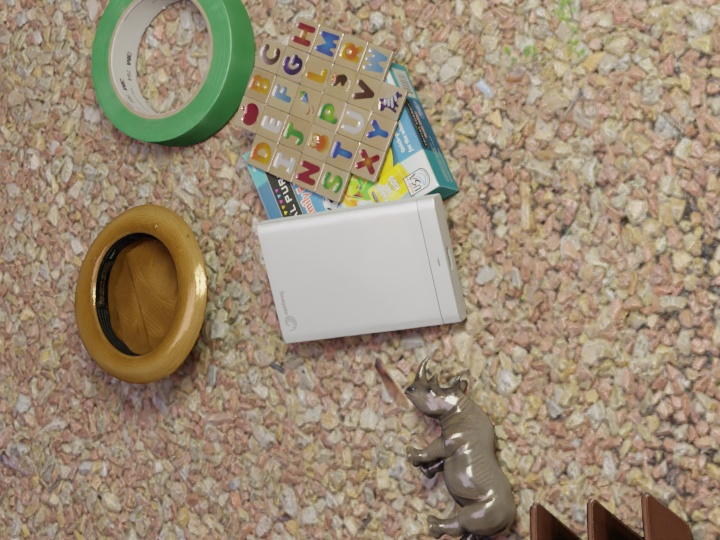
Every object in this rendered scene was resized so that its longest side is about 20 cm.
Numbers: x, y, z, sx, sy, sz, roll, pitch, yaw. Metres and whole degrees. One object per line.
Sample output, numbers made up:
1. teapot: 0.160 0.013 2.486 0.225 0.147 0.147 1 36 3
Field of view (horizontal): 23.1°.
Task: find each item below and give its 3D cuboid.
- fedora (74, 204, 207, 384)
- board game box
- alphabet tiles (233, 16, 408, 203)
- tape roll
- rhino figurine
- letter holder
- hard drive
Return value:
1. fedora: -0.226 0.030 1.958 0.200 0.082 0.201 -7 78 33
2. board game box: -0.013 -0.103 1.856 0.200 0.047 0.151 -31 71 26
3. alphabet tiles: -0.044 -0.170 1.849 0.200 0.006 0.167 25 98 33
4. tape roll: -0.213 -0.241 1.989 0.200 0.048 0.201 -2 86 32
5. rhino figurine: 0.095 0.181 1.759 0.087 0.060 0.200 -21 74 15
6. letter holder: 0.230 0.297 1.573 0.100 0.142 0.200 -28 41 27
7. hard drive: 0.000 0.000 1.814 0.200 0.027 0.132 -8 103 24
